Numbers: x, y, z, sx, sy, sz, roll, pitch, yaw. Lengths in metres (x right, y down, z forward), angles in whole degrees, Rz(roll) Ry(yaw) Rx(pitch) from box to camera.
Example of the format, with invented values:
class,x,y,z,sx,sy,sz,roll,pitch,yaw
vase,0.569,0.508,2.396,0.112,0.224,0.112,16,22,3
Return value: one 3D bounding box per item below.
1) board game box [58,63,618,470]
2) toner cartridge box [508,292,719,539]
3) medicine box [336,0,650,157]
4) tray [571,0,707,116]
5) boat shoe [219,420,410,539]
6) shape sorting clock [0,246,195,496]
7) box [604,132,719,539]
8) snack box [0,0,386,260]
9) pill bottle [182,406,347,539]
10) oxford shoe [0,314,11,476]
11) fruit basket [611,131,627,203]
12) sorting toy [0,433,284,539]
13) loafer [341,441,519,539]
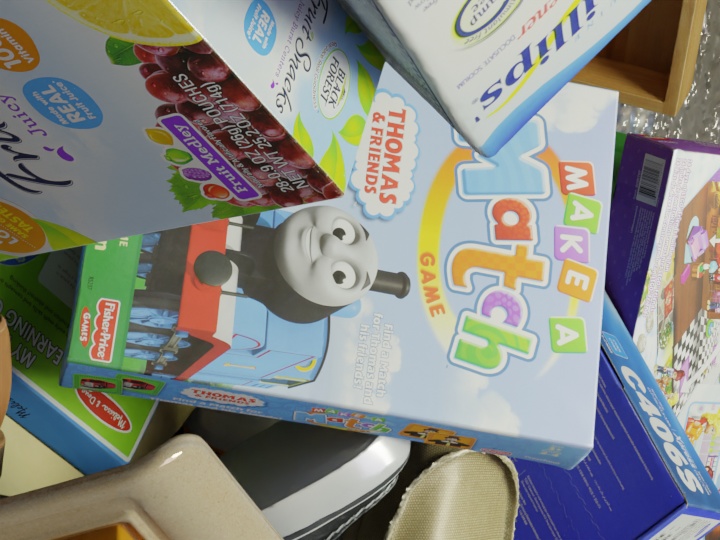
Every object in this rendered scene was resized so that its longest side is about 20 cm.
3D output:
class,x,y,z,sx,sy,sz,roll,pitch,yaw
board game box,-0.005,-0.014,0.902,0.037,0.200,0.151,122,-24,-66
toner cartridge box,0.078,0.053,1.064,0.095,0.200,0.043,-40,148,22
medicine box,-0.002,-0.159,0.782,0.103,0.182,0.200,-44,157,0
tray,0.119,-0.176,1.087,0.037,0.099,0.200,-54,155,-52
boat shoe,-0.051,0.122,0.952,0.068,0.200,0.072,50,22,-16
shape sorting clock,-0.121,-0.009,0.933,0.200,0.039,0.200,-5,96,-48
box,0.168,0.041,1.116,0.137,0.039,0.200,5,102,-33
snack box,-0.117,-0.093,0.775,0.200,0.168,0.068,48,46,-38
pill bottle,-0.012,0.124,1.056,0.116,0.116,0.200,-34,127,-40
oxford shoe,-0.208,0.035,0.807,0.200,0.071,0.071,1,106,-45
fruit basket,0.168,0.034,1.216,0.215,0.155,0.216,-21,119,-44
sorting toy,-0.115,0.150,0.900,0.185,0.200,0.037,57,19,-45
loafer,0.029,0.155,0.979,0.076,0.067,0.200,1,109,-34
